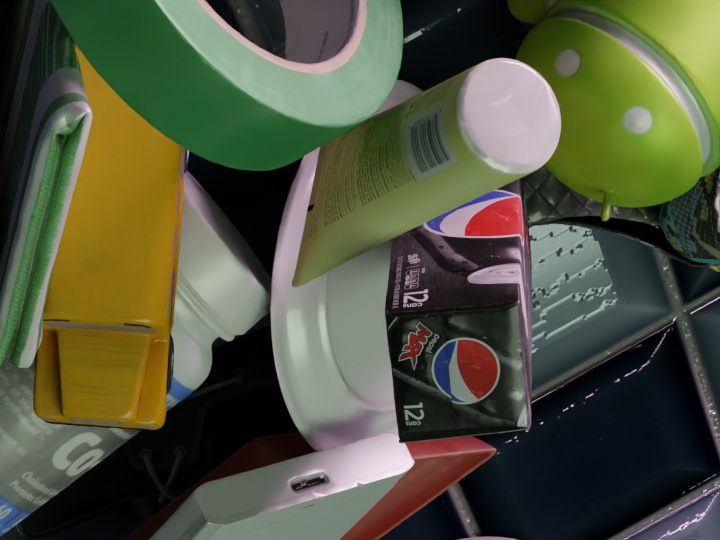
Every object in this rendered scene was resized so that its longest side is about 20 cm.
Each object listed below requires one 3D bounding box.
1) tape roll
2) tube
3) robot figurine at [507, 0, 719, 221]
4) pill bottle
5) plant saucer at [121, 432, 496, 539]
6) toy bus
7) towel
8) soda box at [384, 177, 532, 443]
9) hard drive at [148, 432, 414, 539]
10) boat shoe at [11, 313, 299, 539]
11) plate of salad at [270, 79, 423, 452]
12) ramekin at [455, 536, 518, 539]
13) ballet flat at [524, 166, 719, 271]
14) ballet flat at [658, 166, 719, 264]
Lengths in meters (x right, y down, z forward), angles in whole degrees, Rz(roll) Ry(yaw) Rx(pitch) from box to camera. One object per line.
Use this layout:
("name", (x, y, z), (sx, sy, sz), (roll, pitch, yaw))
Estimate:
("tape roll", (-0.064, -0.143, 1.275), (0.048, 0.201, 0.200), (-30, 143, 33))
("tube", (0.020, -0.048, 1.324), (0.058, 0.052, 0.200), (-36, -174, -30))
("robot figurine", (0.159, -0.113, 1.472), (0.200, 0.175, 0.116), (-44, 162, -20))
("pill bottle", (-0.147, 0.038, 1.454), (0.200, 0.114, 0.114), (-37, 137, 5))
("plant saucer", (-0.054, 0.140, 1.595), (0.200, 0.037, 0.200), (-39, 159, 30))
("toy bus", (-0.115, -0.029, 1.360), (0.065, 0.200, 0.078), (4, 170, -2))
("towel", (-0.144, -0.073, 1.295), (0.023, 0.200, 0.153), (7, 127, -13))
("soda box", (0.049, 0.006, 1.397), (0.063, 0.200, 0.071), (-4, 114, 5))
("hard drive", (-0.072, 0.152, 1.503), (0.132, 0.026, 0.200), (-13, 157, -38))
("boat shoe", (-0.103, 0.092, 1.564), (0.200, 0.068, 0.072), (-27, 139, -4))
("plate of salad", (0.000, 0.000, 1.502), (0.200, 0.048, 0.200), (-19, 113, -56))
("ramekin", (0.063, 0.272, 1.796), (0.200, 0.105, 0.200), (-16, 134, -17))
("ballet flat", (0.144, -0.024, 1.599), (0.200, 0.066, 0.057), (16, 74, -32))
("ballet flat", (0.233, -0.090, 1.552), (0.074, 0.074, 0.200), (22, 94, -42))
